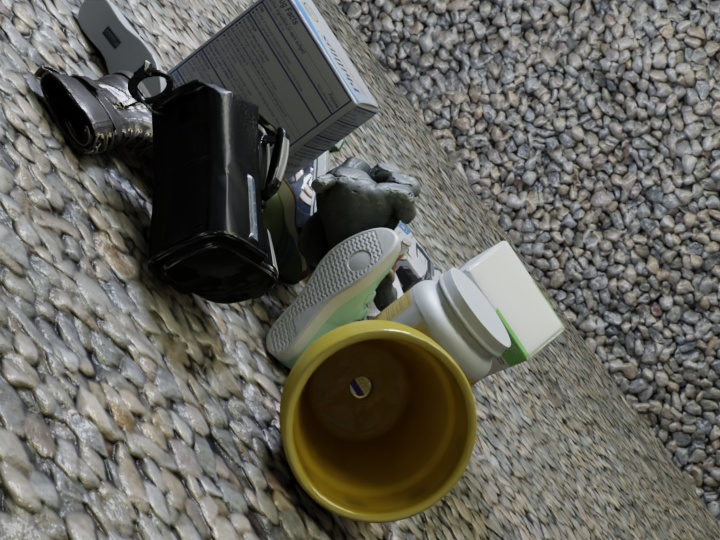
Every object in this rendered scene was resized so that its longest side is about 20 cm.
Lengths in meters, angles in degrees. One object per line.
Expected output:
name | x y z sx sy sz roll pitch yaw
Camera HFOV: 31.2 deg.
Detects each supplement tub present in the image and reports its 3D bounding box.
supplement tub | 0.075 0.105 1.631 0.146 0.199 0.146 48 15 -17

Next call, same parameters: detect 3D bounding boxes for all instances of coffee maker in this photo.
coffee maker | -0.174 -0.086 1.382 0.190 0.135 0.202 17 52 -29

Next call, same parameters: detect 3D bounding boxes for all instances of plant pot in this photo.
plant pot | 0.009 0.144 1.377 0.201 0.200 0.189 49 0 -12

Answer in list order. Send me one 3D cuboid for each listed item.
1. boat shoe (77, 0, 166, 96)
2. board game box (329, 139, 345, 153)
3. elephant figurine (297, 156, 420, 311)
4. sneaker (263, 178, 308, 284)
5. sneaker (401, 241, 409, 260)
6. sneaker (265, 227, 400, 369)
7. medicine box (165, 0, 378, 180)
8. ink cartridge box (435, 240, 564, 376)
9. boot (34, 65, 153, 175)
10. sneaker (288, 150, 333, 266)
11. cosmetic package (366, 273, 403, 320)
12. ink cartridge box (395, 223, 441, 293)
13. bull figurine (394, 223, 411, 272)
boat shoe | -0.291 -0.271 1.637 0.201 0.068 0.057 57 14 25
board game box | -0.116 -0.194 1.823 0.105 0.024 0.199 44 -27 -26
elephant figurine | -0.004 -0.027 1.593 0.153 0.202 0.142 14 22 -5
sneaker | -0.123 -0.038 1.614 0.067 0.089 0.201 46 -22 30
sneaker | 0.021 -0.070 1.858 0.073 0.082 0.200 10 -14 28
sneaker | -0.011 0.046 1.523 0.118 0.201 0.074 44 0 -45
medicine box | -0.111 -0.221 1.618 0.183 0.199 0.103 58 14 9
ink cartridge box | 0.166 0.065 1.772 0.146 0.084 0.200 55 -28 0
boot | -0.268 -0.148 1.448 0.200 0.069 0.174 49 19 2
sneaker | -0.076 -0.080 1.716 0.079 0.078 0.201 76 10 -45
cosmetic package | 0.025 0.063 1.813 0.082 0.051 0.201 12 32 -21
ink cartridge box | 0.073 0.014 2.080 0.201 0.084 0.145 53 14 -2
bull figurine | 0.000 0.000 1.740 0.065 0.122 0.200 42 29 7
